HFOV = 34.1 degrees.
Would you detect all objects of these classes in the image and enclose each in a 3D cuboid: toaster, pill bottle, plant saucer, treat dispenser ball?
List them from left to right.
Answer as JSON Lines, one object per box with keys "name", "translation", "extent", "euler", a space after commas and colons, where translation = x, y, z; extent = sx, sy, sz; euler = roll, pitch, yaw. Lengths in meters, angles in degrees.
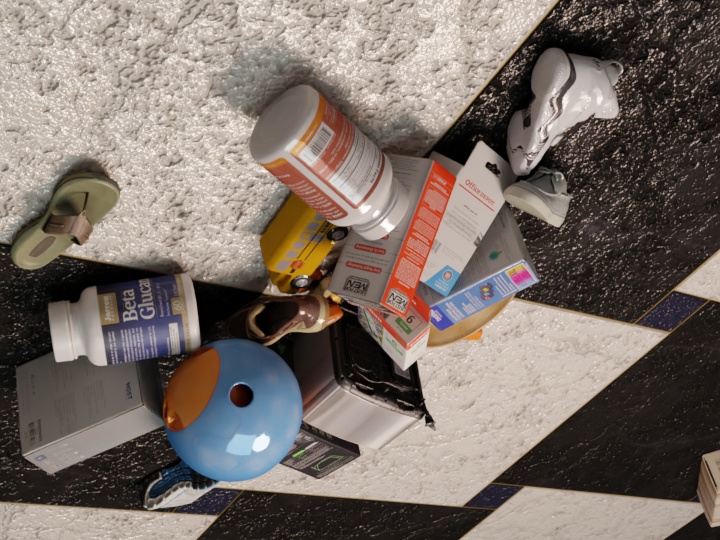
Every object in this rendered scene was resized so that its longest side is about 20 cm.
{"name": "pill bottle", "translation": [-0.328, 0.072, 1.635], "extent": [0.198, 0.112, 0.112], "euler": [-9, 144, -12]}
{"name": "treat dispenser ball", "translation": [-0.181, 0.198, 1.672], "extent": [0.199, 0.202, 0.202], "euler": [-11, 144, -8]}
{"name": "pill bottle", "translation": [-0.033, -0.127, 1.453], "extent": [0.112, 0.113, 0.200], "euler": [-35, 125, 23]}
{"name": "toaster", "translation": [0.002, 0.166, 1.813], "extent": [0.180, 0.201, 0.119], "euler": [24, 128, -31]}
{"name": "plant saucer", "translation": [0.156, 0.044, 1.842], "extent": [0.199, 0.036, 0.201], "euler": [-22, 148, -15]}

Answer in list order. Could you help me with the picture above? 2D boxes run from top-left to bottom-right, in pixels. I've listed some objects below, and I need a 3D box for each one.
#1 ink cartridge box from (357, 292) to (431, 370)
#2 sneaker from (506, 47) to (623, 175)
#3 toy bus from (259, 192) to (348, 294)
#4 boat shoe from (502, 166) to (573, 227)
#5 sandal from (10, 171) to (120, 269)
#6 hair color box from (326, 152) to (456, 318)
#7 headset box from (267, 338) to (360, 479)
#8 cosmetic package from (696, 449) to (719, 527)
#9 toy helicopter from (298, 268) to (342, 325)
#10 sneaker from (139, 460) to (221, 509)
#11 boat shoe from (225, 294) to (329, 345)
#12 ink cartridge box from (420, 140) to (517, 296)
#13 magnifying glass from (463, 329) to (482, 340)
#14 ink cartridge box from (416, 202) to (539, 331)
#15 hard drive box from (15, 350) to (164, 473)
{"name": "ink cartridge box", "translation": [0.047, 0.065, 1.691], "extent": [0.050, 0.109, 0.200], "euler": [-40, 165, -13]}
{"name": "sneaker", "translation": [0.269, -0.203, 1.547], "extent": [0.114, 0.076, 0.201], "euler": [-1, 138, -17]}
{"name": "toy bus", "translation": [-0.076, -0.053, 1.613], "extent": [0.078, 0.066, 0.200], "euler": [10, 136, -32]}
{"name": "boat shoe", "translation": [0.254, -0.111, 1.641], "extent": [0.072, 0.070, 0.201], "euler": [-65, 159, 5]}
{"name": "sandal", "translation": [-0.371, -0.053, 1.495], "extent": [0.079, 0.058, 0.201], "euler": [19, 131, -40]}
{"name": "hair color box", "translation": [0.041, -0.048, 1.542], "extent": [0.101, 0.202, 0.061], "euler": [13, 168, 42]}
{"name": "headset box", "translation": [-0.109, 0.214, 1.865], "extent": [0.092, 0.175, 0.200], "euler": [-33, 141, 22]}
{"name": "cosmetic package", "translation": [0.837, 0.500, 2.708], "extent": [0.086, 0.104, 0.201], "euler": [-16, 143, 2]}
{"name": "toy helicopter", "translation": [0.000, 0.000, 1.702], "extent": [0.132, 0.079, 0.200], "euler": [-19, 164, -39]}
{"name": "sneaker", "translation": [-0.296, 0.374, 2.101], "extent": [0.199, 0.076, 0.086], "euler": [-24, 152, 23]}
{"name": "boat shoe", "translation": [-0.136, 0.069, 1.701], "extent": [0.199, 0.073, 0.072], "euler": [-9, 169, 42]}
{"name": "ink cartridge box", "translation": [0.120, -0.081, 1.615], "extent": [0.116, 0.068, 0.201], "euler": [31, 91, -47]}
{"name": "magnifying glass", "translation": [0.111, 0.103, 1.943], "extent": [0.198, 0.023, 0.080], "euler": [3, 139, -23]}
{"name": "ink cartridge box", "translation": [0.142, -0.007, 1.705], "extent": [0.199, 0.137, 0.076], "euler": [-26, 141, 13]}
{"name": "hard drive box", "translation": [-0.395, 0.182, 1.718], "extent": [0.198, 0.157, 0.077], "euler": [-23, 145, 9]}
